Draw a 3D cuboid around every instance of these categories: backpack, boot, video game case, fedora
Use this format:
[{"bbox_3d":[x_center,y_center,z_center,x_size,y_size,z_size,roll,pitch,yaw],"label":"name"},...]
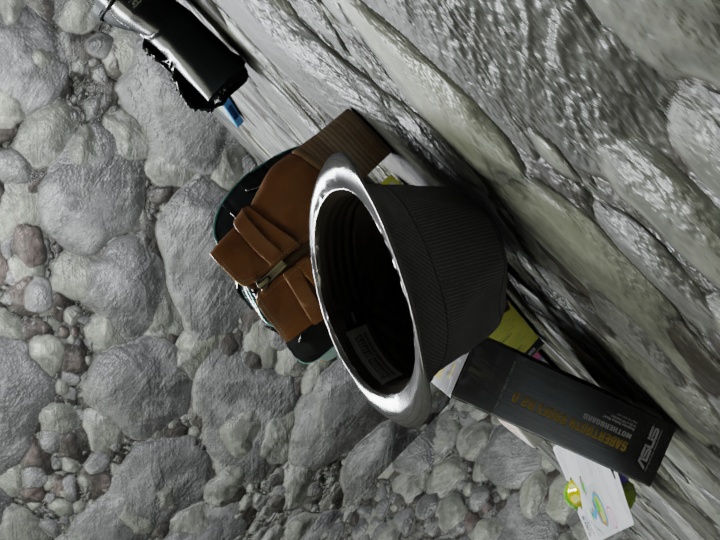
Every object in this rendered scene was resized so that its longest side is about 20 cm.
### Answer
[{"bbox_3d":[-0.050,-0.021,1.312,0.200,0.175,0.154,49,176,31],"label":"backpack"},{"bbox_3d":[-0.197,-0.239,1.324,0.168,0.076,0.200,45,179,-12],"label":"boot"},{"bbox_3d":[0.000,0.000,0.949,0.200,0.155,0.074,45,178,5],"label":"boot"},{"bbox_3d":[-0.252,-0.302,2.037,0.143,0.018,0.200,46,178,5],"label":"video game case"},{"bbox_3d":[0.037,0.004,0.815,0.200,0.089,0.178,121,129,-67],"label":"fedora"}]

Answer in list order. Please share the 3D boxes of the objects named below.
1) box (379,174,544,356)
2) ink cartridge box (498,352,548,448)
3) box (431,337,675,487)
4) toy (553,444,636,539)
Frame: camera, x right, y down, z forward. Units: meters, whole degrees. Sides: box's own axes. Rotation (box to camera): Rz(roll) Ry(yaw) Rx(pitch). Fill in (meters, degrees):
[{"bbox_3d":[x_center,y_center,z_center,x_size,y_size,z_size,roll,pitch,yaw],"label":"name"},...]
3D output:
[{"bbox_3d":[0.076,0.009,1.081,0.200,0.050,0.075,46,178,-36],"label":"box"},{"bbox_3d":[0.140,0.099,1.251,0.200,0.067,0.116,48,177,-12],"label":"ink cartridge box"},{"bbox_3d":[0.128,0.091,0.958,0.157,0.049,0.200,24,180,-8],"label":"box"},{"bbox_3d":[0.257,0.217,1.337,0.200,0.047,0.116,106,146,-70],"label":"toy"}]
